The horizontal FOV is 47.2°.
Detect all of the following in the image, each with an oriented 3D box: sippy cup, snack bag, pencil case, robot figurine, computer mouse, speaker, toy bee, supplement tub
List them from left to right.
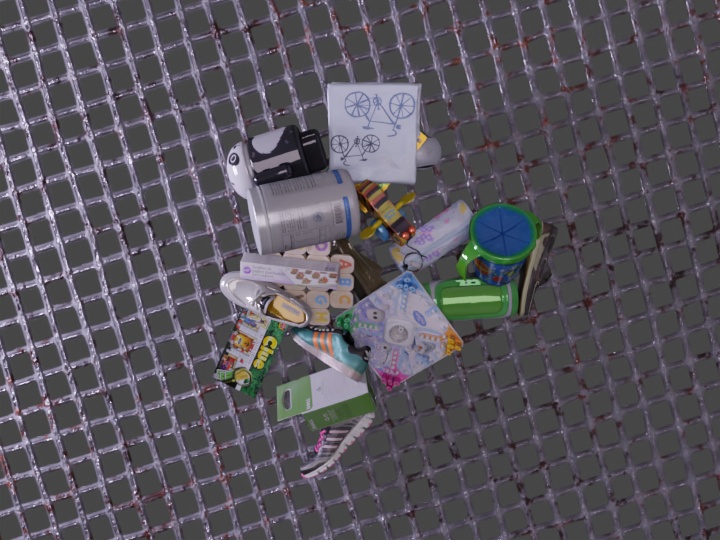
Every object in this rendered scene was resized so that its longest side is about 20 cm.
[{"bbox_3d":[-0.168,-0.216,1.634,0.196,0.150,0.127,-17,77,2],"label":"robot figurine"},{"bbox_3d":[-0.108,-0.112,1.563,0.196,0.132,0.135,-12,94,-11],"label":"supplement tub"},{"bbox_3d":[0.028,-0.267,1.618,0.184,0.021,0.204,0,101,3],"label":"snack bag"},{"bbox_3d":[0.074,-0.244,1.709,0.196,0.044,0.112,-6,93,-2],"label":"computer mouse"},{"bbox_3d":[0.071,-0.095,1.588,0.198,0.109,0.133,31,82,-11],"label":"toy bee"},{"bbox_3d":[0.152,-0.063,1.701,0.198,0.091,0.084,-33,90,-1],"label":"pencil case"},{"bbox_3d":[0.225,0.060,1.715,0.195,0.088,0.090,-3,94,-3],"label":"speaker"},{"bbox_3d":[0.279,-0.042,1.654,0.174,0.131,0.142,2,57,3],"label":"sippy cup"}]

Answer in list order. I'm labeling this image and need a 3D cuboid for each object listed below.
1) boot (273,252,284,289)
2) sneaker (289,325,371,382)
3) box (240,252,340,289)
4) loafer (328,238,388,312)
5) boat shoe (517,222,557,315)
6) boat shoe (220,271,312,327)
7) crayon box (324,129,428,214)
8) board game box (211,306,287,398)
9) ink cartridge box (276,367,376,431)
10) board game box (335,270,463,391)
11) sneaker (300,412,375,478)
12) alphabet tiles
[{"bbox_3d":[-0.101,-0.055,1.708,0.196,0.064,0.190,-10,104,-10],"label":"boot"},{"bbox_3d":[-0.058,0.149,1.683,0.198,0.071,0.081,29,86,32],"label":"sneaker"},{"bbox_3d":[-0.138,0.001,1.623,0.196,0.042,0.039,6,120,3],"label":"box"},{"bbox_3d":[0.000,0.000,1.703,0.067,0.075,0.202,-44,115,-25],"label":"loafer"},{"bbox_3d":[0.372,-0.002,1.726,0.065,0.072,0.205,10,89,2],"label":"boat shoe"},{"bbox_3d":[-0.188,0.060,1.633,0.197,0.070,0.072,27,91,-2],"label":"boat shoe"},{"bbox_3d":[0.030,-0.230,1.663,0.118,0.058,0.201,39,98,-3],"label":"crayon box"},{"bbox_3d":[-0.224,0.156,1.706,0.103,0.024,0.203,24,106,-4],"label":"board game box"},{"bbox_3d":[-0.071,0.261,1.691,0.196,0.105,0.060,-19,127,7],"label":"ink cartridge box"},{"bbox_3d":[0.078,0.130,1.689,0.198,0.026,0.201,-32,106,21],"label":"board game box"},{"bbox_3d":[-0.064,0.344,1.726,0.200,0.074,0.088,-45,95,-4],"label":"sneaker"},{"bbox_3d":[-0.109,0.021,1.662,0.191,0.015,0.204,3,118,2],"label":"alphabet tiles"}]
